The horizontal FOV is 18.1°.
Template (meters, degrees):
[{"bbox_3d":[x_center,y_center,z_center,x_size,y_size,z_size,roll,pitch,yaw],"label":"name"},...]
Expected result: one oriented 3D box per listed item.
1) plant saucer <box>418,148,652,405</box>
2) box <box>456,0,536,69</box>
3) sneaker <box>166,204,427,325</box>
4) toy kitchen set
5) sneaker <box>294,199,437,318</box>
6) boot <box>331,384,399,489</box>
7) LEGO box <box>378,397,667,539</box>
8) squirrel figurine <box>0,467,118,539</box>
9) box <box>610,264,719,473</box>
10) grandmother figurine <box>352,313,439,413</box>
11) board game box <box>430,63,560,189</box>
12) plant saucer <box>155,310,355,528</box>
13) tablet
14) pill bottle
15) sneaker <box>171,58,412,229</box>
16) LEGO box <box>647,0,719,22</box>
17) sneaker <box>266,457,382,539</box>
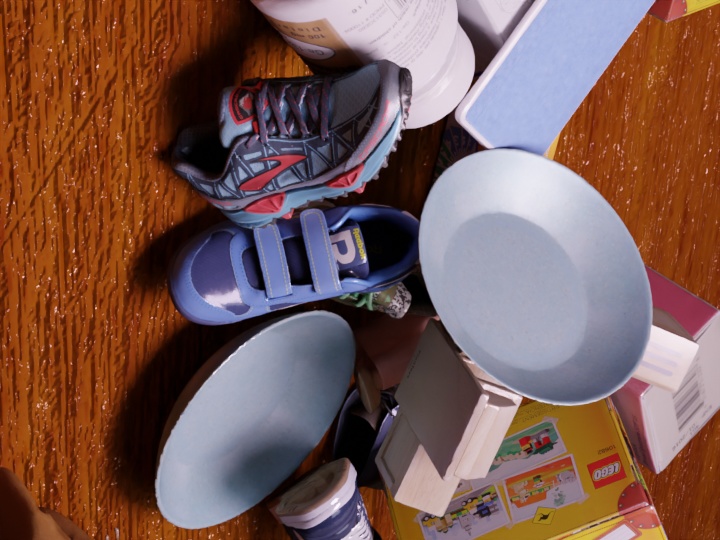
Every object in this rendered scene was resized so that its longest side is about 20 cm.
[{"bbox_3d":[0.120,0.010,1.638,0.200,0.202,0.039,-26,171,-37],"label":"plant saucer"},{"bbox_3d":[0.103,-0.239,1.640,0.125,0.097,0.200,-50,147,-8],"label":"box"},{"bbox_3d":[-0.042,-0.011,1.611,0.199,0.082,0.074,-13,89,-27],"label":"sneaker"},{"bbox_3d":[0.139,0.114,1.710,0.180,0.163,0.201,21,103,-17],"label":"toy kitchen set"},{"bbox_3d":[0.000,0.000,1.720,0.200,0.088,0.077,6,114,-53],"label":"sneaker"},{"bbox_3d":[0.043,0.103,1.876,0.097,0.075,0.201,-11,128,-51],"label":"boot"},{"bbox_3d":[0.128,0.191,1.792,0.199,0.149,0.077,-21,132,6],"label":"LEGO box"},{"bbox_3d":[-0.186,0.250,1.597,0.186,0.200,0.142,27,92,-48],"label":"squirrel figurine"},{"bbox_3d":[0.204,0.057,1.926,0.109,0.200,0.128,-45,145,-18],"label":"box"},{"bbox_3d":[0.079,0.037,1.822,0.199,0.122,0.061,-23,156,-11],"label":"grandmother figurine"},{"bbox_3d":[0.108,-0.100,1.766,0.030,0.095,0.201,-14,128,-44],"label":"board game box"},{"bbox_3d":[-0.089,0.104,1.718,0.201,0.039,0.202,-35,147,-27],"label":"plant saucer"},{"bbox_3d":[0.151,-0.170,1.661,0.200,0.014,0.130,-54,147,0],"label":"tablet"},{"bbox_3d":[0.003,-0.181,1.547,0.115,0.114,0.200,-53,146,-5],"label":"pill bottle"},{"bbox_3d":[-0.051,-0.090,1.515,0.095,0.080,0.200,30,139,-33],"label":"sneaker"},{"bbox_3d":[0.297,-0.305,1.849,0.199,0.077,0.150,-23,134,-40],"label":"LEGO box"},{"bbox_3d":[-0.014,0.211,1.777,0.070,0.109,0.200,-34,-179,-10],"label":"sneaker"}]
